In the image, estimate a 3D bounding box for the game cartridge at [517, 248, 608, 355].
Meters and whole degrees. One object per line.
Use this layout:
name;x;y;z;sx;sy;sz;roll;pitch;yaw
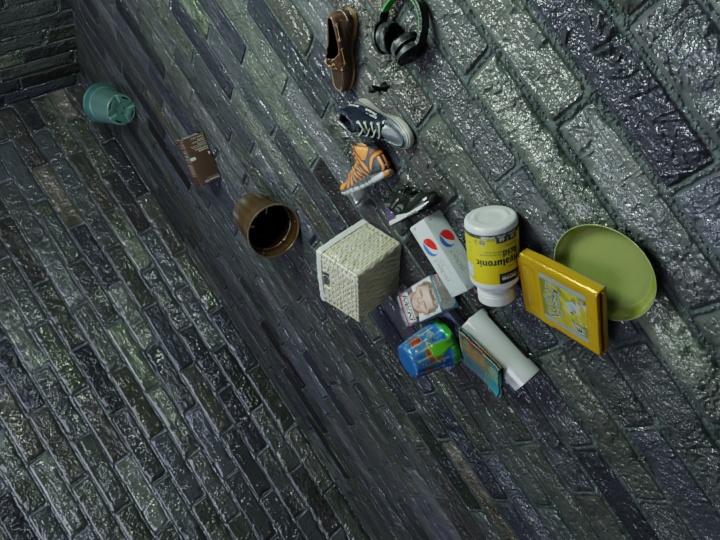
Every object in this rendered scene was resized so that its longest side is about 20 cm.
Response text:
game cartridge;0.402;0.060;1.102;0.200;0.032;0.177;35;154;48

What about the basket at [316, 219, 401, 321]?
basket;0.000;0.000;1.566;0.160;0.200;0.199;31;142;30

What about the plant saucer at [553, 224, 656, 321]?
plant saucer;0.454;0.000;1.020;0.200;0.031;0.201;38;146;32

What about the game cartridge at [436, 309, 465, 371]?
game cartridge;0.245;0.194;1.527;0.130;0.038;0.200;47;149;12

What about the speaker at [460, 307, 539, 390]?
speaker;0.336;0.191;1.333;0.200;0.081;0.081;49;150;17

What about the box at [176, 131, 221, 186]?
box;-0.664;-0.457;2.263;0.075;0.100;0.201;16;130;51

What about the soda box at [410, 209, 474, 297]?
soda box;0.208;-0.041;1.332;0.201;0.063;0.068;58;151;0

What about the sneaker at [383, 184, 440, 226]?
sneaker;0.113;-0.174;1.351;0.200;0.075;0.088;-20;94;61

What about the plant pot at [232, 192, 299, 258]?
plant pot;-0.350;-0.177;1.960;0.198;0.199;0.201;38;146;45

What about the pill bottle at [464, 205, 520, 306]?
pill bottle;0.285;-0.027;1.176;0.111;0.111;0.201;24;137;46

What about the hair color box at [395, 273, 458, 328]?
hair color box;0.174;0.082;1.480;0.200;0.060;0.101;-39;67;61

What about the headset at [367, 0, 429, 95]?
headset;0.066;-0.462;1.125;0.123;0.094;0.201;41;135;29

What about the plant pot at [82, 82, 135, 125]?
plant pot;-1.244;-0.819;2.750;0.195;0.200;0.201;25;137;34

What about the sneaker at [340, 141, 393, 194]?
sneaker;0.002;-0.273;1.438;0.199;0.077;0.113;-17;98;50

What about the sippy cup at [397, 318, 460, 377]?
sippy cup;0.176;0.216;1.466;0.140;0.130;0.179;51;157;39

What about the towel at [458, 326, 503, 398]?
towel;0.297;0.230;1.361;0.147;0.022;0.200;45;169;31

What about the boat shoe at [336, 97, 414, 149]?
boat shoe;0.029;-0.335;1.303;0.200;0.092;0.075;40;146;31

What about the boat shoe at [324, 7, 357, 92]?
boat shoe;-0.054;-0.511;1.294;0.070;0.070;0.201;39;147;29
